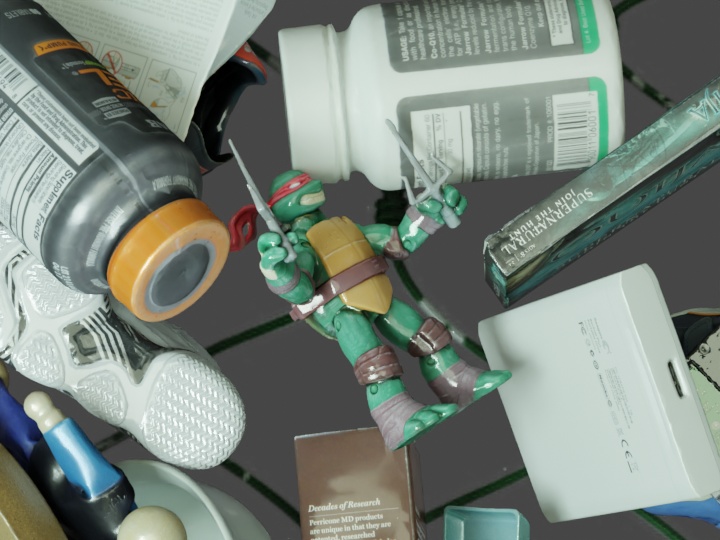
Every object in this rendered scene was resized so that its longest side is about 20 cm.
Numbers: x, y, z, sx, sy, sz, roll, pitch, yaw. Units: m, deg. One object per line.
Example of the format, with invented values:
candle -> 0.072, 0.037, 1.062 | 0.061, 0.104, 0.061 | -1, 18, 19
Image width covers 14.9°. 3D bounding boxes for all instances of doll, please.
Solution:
doll -> -0.169, 0.120, 1.586 | 0.048, 0.200, 0.137 | -32, 131, -24

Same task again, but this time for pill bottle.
pill bottle -> 0.054, -0.108, 1.653 | 0.199, 0.113, 0.114 | -6, 88, -2
pill bottle -> -0.161, -0.058, 1.558 | 0.106, 0.106, 0.200 | -45, 64, -2

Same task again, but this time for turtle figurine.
turtle figurine -> 0.000, 0.000, 1.600 | 0.149, 0.101, 0.201 | -30, 86, -33

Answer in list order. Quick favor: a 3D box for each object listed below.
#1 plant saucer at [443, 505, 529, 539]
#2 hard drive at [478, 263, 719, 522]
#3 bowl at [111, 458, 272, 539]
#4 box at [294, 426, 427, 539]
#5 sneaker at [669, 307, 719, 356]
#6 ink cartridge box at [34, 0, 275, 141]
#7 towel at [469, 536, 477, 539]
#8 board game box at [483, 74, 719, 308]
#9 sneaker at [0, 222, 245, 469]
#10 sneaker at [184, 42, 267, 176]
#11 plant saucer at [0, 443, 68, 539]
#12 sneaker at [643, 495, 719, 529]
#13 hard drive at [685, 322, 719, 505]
plant saucer -> 0.075, 0.242, 1.647 | 0.019, 0.070, 0.201 | 3, 86, -39
hard drive -> 0.138, 0.076, 1.608 | 0.027, 0.200, 0.133 | -19, 88, -23
bowl -> -0.099, 0.211, 1.627 | 0.090, 0.200, 0.202 | 2, 87, -43
box -> 0.006, 0.199, 1.628 | 0.074, 0.100, 0.201 | -4, 76, 5
sneaker -> 0.237, 0.058, 1.671 | 0.199, 0.079, 0.079 | -10, 89, 0
ink cartridge box -> -0.133, -0.157, 1.649 | 0.159, 0.047, 0.201 | 19, 90, 30
towel -> 0.071, 0.278, 1.682 | 0.149, 0.031, 0.201 | -31, 89, -3
board game box -> 0.161, -0.052, 1.642 | 0.200, 0.135, 0.028 | -35, 81, -2
sneaker -> -0.156, 0.046, 1.640 | 0.200, 0.115, 0.075 | 37, 88, -2
sneaker -> -0.130, -0.063, 1.653 | 0.084, 0.075, 0.201 | 31, 88, 34
plant saucer -> -0.210, 0.157, 1.605 | 0.035, 0.200, 0.201 | -32, 89, -23
sneaker -> 0.262, 0.174, 1.667 | 0.199, 0.077, 0.112 | 2, 94, 5
hard drive -> 0.276, 0.062, 1.611 | 0.140, 0.038, 0.200 | 45, 89, 5
